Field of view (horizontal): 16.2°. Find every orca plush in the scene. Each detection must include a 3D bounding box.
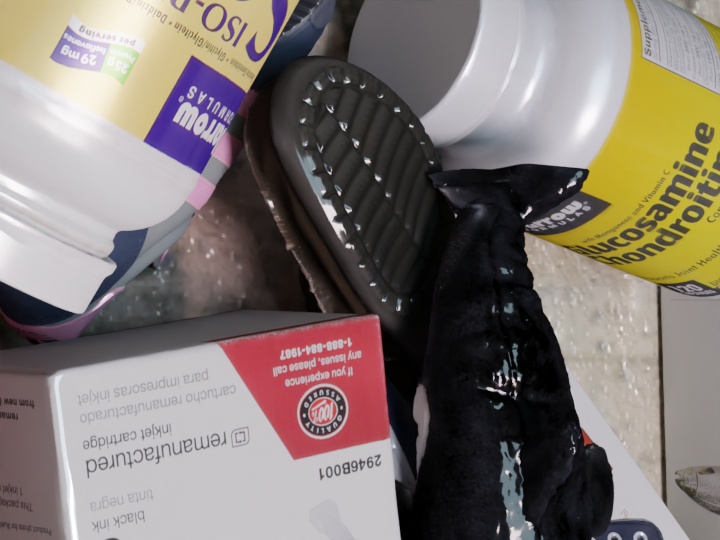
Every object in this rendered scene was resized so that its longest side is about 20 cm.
[{"bbox_3d":[0.070,0.058,0.930,0.105,0.071,0.201,17,76,-29],"label":"orca plush"}]

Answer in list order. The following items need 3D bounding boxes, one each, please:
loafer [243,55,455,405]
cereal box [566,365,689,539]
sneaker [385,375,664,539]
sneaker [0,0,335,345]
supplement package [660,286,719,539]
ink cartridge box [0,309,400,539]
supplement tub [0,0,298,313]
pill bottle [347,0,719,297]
[{"bbox_3d":[0.000,0.000,0.982,0.200,0.071,0.073,59,44,-38],"label":"loafer"},{"bbox_3d":[0.059,0.157,1.064,0.200,0.039,0.144,-49,115,-28],"label":"cereal box"},{"bbox_3d":[0.048,0.095,0.995,0.108,0.070,0.200,-33,102,-29],"label":"sneaker"},{"bbox_3d":[-0.077,-0.050,0.953,0.200,0.070,0.082,-45,148,-37],"label":"sneaker"},{"bbox_3d":[0.217,0.078,1.146,0.117,0.117,0.201,-2,91,-39],"label":"supplement package"},{"bbox_3d":[-0.062,0.122,0.894,0.144,0.084,0.201,-10,97,-39],"label":"ink cartridge box"},{"bbox_3d":[-0.092,-0.103,0.803,0.145,0.145,0.200,29,90,-35],"label":"supplement tub"},{"bbox_3d":[0.094,-0.065,1.049,0.200,0.112,0.112,20,78,-37],"label":"pill bottle"}]
